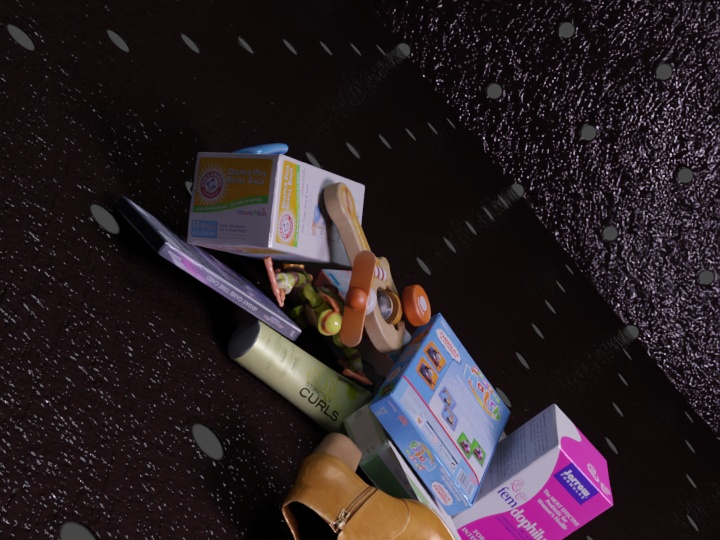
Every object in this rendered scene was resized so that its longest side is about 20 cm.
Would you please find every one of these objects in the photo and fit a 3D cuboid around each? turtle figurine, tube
[{"bbox_3d":[-0.054,0.038,1.367,0.200,0.064,0.161,49,-5,-22],"label":"turtle figurine"},{"bbox_3d":[-0.059,0.123,1.304,0.200,0.058,0.052,40,10,-32],"label":"tube"}]

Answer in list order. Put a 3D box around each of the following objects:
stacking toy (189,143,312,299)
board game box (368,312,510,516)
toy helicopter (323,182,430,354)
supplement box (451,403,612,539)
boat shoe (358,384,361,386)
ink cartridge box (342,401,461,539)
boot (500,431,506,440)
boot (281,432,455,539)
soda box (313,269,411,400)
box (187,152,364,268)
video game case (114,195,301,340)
[{"bbox_3d":[-0.112,-0.054,1.479,0.200,0.116,0.110,63,21,1],"label":"stacking toy"},{"bbox_3d":[0.093,0.154,1.313,0.151,0.037,0.200,54,30,-9],"label":"board game box"},{"bbox_3d":[0.000,0.000,1.309,0.200,0.079,0.132,69,24,-10],"label":"toy helicopter"},{"bbox_3d":[0.179,0.263,1.359,0.101,0.200,0.103,47,18,-11],"label":"supplement box"},{"bbox_3d":[0.065,0.193,1.453,0.201,0.063,0.074,21,36,-31],"label":"boat shoe"},{"bbox_3d":[0.054,0.243,1.255,0.146,0.048,0.200,54,5,-25],"label":"ink cartridge box"},{"bbox_3d":[0.218,0.258,1.679,0.200,0.073,0.182,8,59,-55],"label":"boot"},{"bbox_3d":[0.010,0.252,1.080,0.201,0.071,0.144,47,25,-8],"label":"boot"},{"bbox_3d":[0.008,0.083,1.440,0.064,0.068,0.200,3,34,-38],"label":"soda box"},{"bbox_3d":[-0.091,-0.065,1.328,0.200,0.112,0.101,13,82,-63],"label":"box"},{"bbox_3d":[-0.164,-0.002,1.275,0.200,0.019,0.143,38,1,-37],"label":"video game case"}]
